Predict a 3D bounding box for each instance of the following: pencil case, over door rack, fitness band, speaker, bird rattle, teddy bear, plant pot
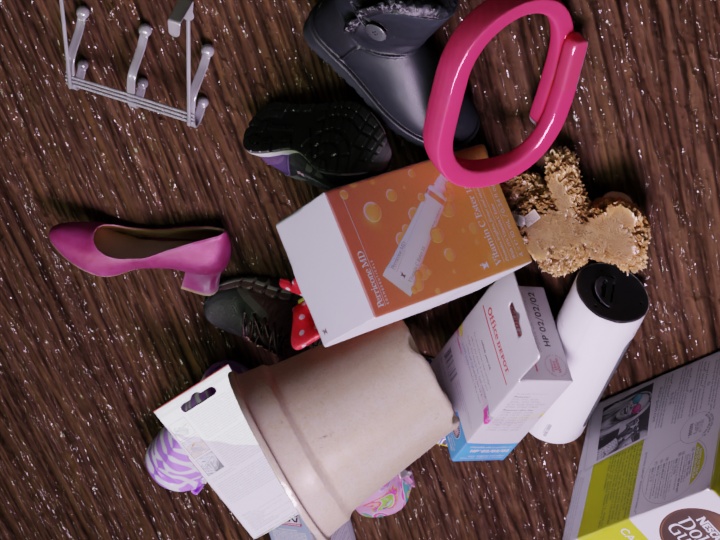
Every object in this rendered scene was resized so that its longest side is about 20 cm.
[{"bbox_3d":[-0.003,0.218,1.916,0.086,0.089,0.200,1,161,21],"label":"pencil case"},{"bbox_3d":[-0.183,0.189,2.021,0.086,0.084,0.200,45,135,7],"label":"pencil case"},{"bbox_3d":[-0.220,-0.225,1.659,0.146,0.067,0.201,17,156,7],"label":"over door rack"},{"bbox_3d":[0.127,-0.163,1.543,0.142,0.038,0.202,-12,135,-26],"label":"fitness band"},{"bbox_3d":[0.225,0.086,1.761,0.080,0.082,0.201,22,134,2],"label":"speaker"},{"bbox_3d":[0.000,0.000,1.712,0.161,0.200,0.114,-14,96,2],"label":"bird rattle"},{"bbox_3d":[0.189,-0.054,1.668,0.198,0.067,0.146,-9,114,35],"label":"teddy bear"},{"bbox_3d":[-0.007,0.145,1.735,0.182,0.201,0.202,-30,121,0],"label":"plant pot"}]

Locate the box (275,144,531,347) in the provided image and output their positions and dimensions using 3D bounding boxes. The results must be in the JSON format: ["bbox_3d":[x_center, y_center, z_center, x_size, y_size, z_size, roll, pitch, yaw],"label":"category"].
[{"bbox_3d":[0.042,-0.025,1.606,0.097,0.199,0.126,-30,81,54],"label":"box"}]

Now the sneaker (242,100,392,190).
[{"bbox_3d":[-0.022,-0.114,1.662,0.087,0.076,0.199,38,167,-38],"label":"sneaker"}]

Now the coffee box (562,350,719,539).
[{"bbox_3d":[0.354,0.239,1.762,0.197,0.201,0.200,-29,116,39],"label":"coffee box"}]

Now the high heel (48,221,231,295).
[{"bbox_3d":[-0.237,-0.035,1.850,0.198,0.068,0.096,20,138,2],"label":"high heel"}]

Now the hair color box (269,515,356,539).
[{"bbox_3d":[-0.058,0.318,2.078,0.060,0.099,0.202,5,132,20],"label":"hair color box"}]

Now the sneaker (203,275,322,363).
[{"bbox_3d":[-0.092,0.072,1.855,0.198,0.116,0.076,4,132,19],"label":"sneaker"}]

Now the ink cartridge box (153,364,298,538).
[{"bbox_3d":[-0.131,0.194,1.923,0.108,0.050,0.201,-31,111,13],"label":"ink cartridge box"}]

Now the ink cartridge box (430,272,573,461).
[{"bbox_3d":[0.148,0.095,1.745,0.067,0.116,0.200,3,144,-26],"label":"ink cartridge box"}]

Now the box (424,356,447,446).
[{"bbox_3d":[0.050,0.136,1.892,0.198,0.065,0.071,14,134,11],"label":"box"}]

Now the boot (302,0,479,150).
[{"bbox_3d":[0.049,-0.201,1.540,0.200,0.077,0.168,39,156,-7],"label":"boot"}]
